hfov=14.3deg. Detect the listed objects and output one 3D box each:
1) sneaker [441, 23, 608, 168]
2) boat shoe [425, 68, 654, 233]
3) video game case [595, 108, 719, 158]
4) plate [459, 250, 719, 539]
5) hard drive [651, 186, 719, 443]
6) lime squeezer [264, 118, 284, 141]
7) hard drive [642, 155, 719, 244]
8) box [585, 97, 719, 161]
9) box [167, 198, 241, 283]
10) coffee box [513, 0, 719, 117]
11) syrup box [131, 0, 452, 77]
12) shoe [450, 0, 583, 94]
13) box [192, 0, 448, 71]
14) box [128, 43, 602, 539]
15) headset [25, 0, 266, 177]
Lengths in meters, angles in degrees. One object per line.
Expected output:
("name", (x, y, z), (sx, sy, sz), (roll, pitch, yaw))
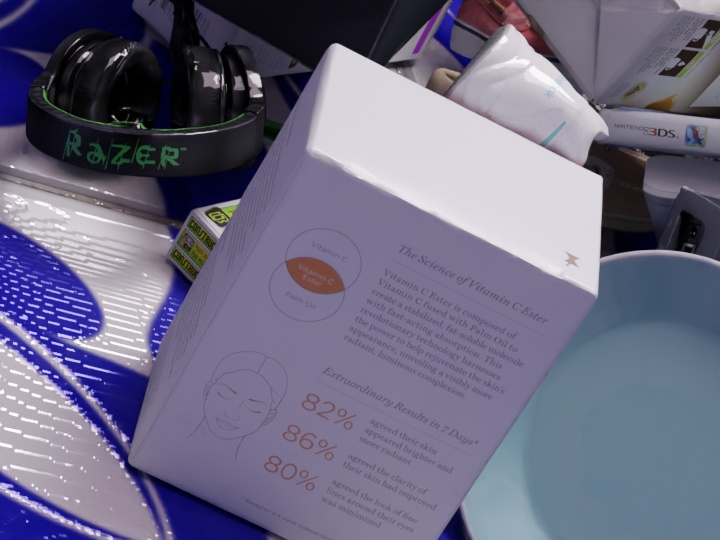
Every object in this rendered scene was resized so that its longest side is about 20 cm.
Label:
("sneaker", (0.051, -0.033, 1.425), (0.080, 0.200, 0.071), (37, 48, 0))
("boat shoe", (0.121, -0.074, 1.727), (0.199, 0.065, 0.072), (13, 22, -24))
("video game case", (0.238, -0.072, 1.636), (0.181, 0.022, 0.200), (7, 5, 13))
("plate", (0.143, 0.091, 1.413), (0.200, 0.200, 0.026), (45, 8, 22))
("hard drive", (0.195, 0.069, 1.474), (0.134, 0.201, 0.042), (14, 2, -28))
("lime squeezer", (-0.022, -0.052, 1.530), (0.070, 0.038, 0.200), (8, 26, -20))
("hard drive", (0.234, -0.024, 1.650), (0.131, 0.027, 0.200), (7, -10, 11))
("box", (0.215, -0.139, 1.826), (0.050, 0.158, 0.200), (-9, 50, -48))
("box", (0.000, 0.000, 1.553), (0.110, 0.035, 0.200), (45, 33, 22))
("coffee box", (0.181, -0.154, 1.643), (0.199, 0.080, 0.115), (2, 47, -51))
("syrup box", (-0.032, -0.172, 1.727), (0.079, 0.082, 0.199), (45, 32, 25))
("shoe", (0.114, -0.161, 1.727), (0.071, 0.092, 0.200), (7, 11, -23))
("box", (-0.035, -0.220, 1.588), (0.198, 0.124, 0.200), (30, 27, 4))
("box", (0.003, 0.024, 1.360), (0.152, 0.200, 0.107), (26, 31, -10))
("headset", (-0.107, -0.104, 1.525), (0.123, 0.095, 0.200), (7, 19, 4))
